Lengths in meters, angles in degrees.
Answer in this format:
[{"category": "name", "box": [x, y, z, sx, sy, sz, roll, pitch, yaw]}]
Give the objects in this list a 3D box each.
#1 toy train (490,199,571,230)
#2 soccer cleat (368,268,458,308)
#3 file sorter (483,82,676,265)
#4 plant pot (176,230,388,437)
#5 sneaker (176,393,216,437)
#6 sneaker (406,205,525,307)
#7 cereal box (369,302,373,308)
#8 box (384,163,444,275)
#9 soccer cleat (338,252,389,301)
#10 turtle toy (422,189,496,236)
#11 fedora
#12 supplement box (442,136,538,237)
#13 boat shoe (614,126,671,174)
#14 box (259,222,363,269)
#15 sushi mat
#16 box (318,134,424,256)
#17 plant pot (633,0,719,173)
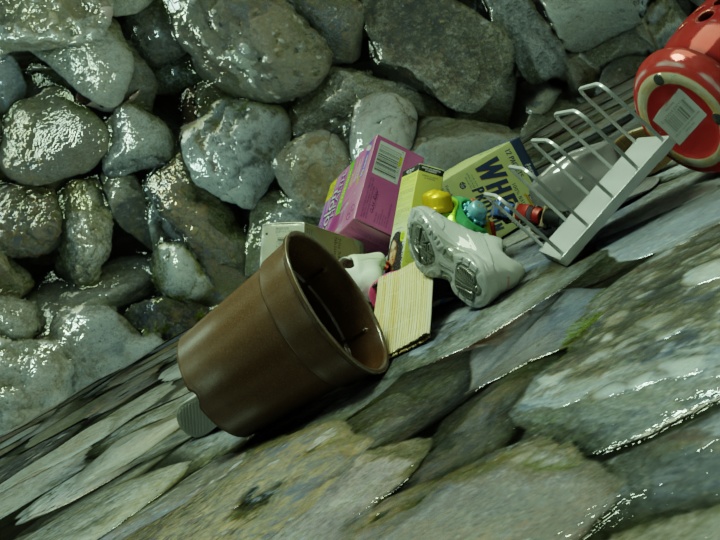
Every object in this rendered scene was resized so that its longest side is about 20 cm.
[{"category": "toy train", "box": [0.244, -0.077, 1.576, 0.046, 0.034, 0.200, 13, 2, -29]}, {"category": "soccer cleat", "box": [0.103, 0.019, 1.563, 0.199, 0.070, 0.086, -16, 4, 41]}, {"category": "file sorter", "box": [0.271, -0.126, 1.409, 0.200, 0.124, 0.139, -48, 6, 3]}, {"category": "plant pot", "box": [-0.103, 0.088, 1.346, 0.198, 0.201, 0.200, -34, 4, 17]}, {"category": "sneaker", "box": [-0.170, 0.164, 1.520, 0.199, 0.074, 0.082, -23, 12, 39]}, {"category": "sneaker", "box": [0.137, -0.024, 1.451, 0.099, 0.078, 0.200, -14, 41, -30]}, {"category": "cereal box", "box": [-0.098, 0.059, 1.794, 0.199, 0.040, 0.144, 6, -13, -31]}, {"category": "box", "box": [0.084, -0.063, 1.756, 0.050, 0.201, 0.075, 14, -11, -18]}, {"category": "soccer cleat", "box": [0.000, 0.000, 1.706, 0.070, 0.077, 0.200, -63, 4, 8]}, {"category": "turtle toy", "box": [0.150, -0.053, 1.667, 0.100, 0.147, 0.200, -6, 7, 0]}, {"category": "fedora", "box": [0.327, -0.129, 1.628, 0.199, 0.091, 0.177, -26, 6, 26]}, {"category": "supplement box", "box": [0.187, -0.113, 1.935, 0.199, 0.135, 0.200, -31, 6, -20]}, {"category": "boat shoe", "box": [0.413, -0.174, 1.708, 0.200, 0.074, 0.063, -26, 4, 42]}, {"category": "box", "box": [-0.074, -0.015, 1.749, 0.077, 0.096, 0.200, -1, -6, 27]}, {"category": "sushi mat", "box": [0.054, 0.048, 1.450, 0.095, 0.012, 0.200, -27, 25, 20]}, {"category": "box", "box": [0.008, -0.102, 1.911, 0.200, 0.096, 0.177, -42, 28, 56]}, {"category": "plant pot", "box": [0.465, -0.233, 1.407, 0.182, 0.201, 0.200, -40, 10, -22]}]
